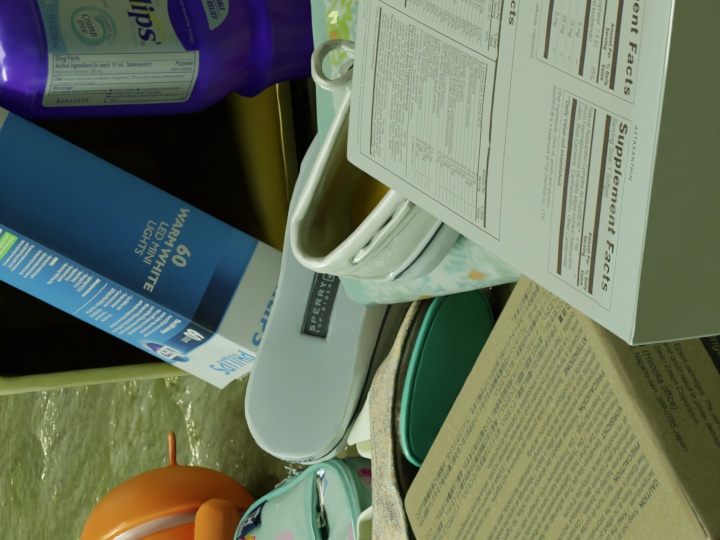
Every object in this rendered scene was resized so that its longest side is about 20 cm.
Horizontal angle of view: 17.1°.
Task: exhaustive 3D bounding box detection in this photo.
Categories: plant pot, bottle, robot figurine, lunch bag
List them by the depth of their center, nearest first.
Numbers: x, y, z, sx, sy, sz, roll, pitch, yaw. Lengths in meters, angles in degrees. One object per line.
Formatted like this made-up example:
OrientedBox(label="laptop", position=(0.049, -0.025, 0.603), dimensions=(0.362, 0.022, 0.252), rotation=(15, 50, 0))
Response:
OrientedBox(label="lunch bag", position=(0.001, 0.192, 1.230), dimensions=(0.160, 0.077, 0.200), rotation=(139, 123, -60))
OrientedBox(label="bottle", position=(-0.105, -0.122, 1.258), dimensions=(0.065, 0.200, 0.084), rotation=(114, 143, -45))
OrientedBox(label="robot figurine", position=(-0.098, 0.199, 1.397), dimensions=(0.144, 0.116, 0.200), rotation=(49, -161, -61))
OrientedBox(label="plant pot", position=(-0.152, -0.028, 1.399), dimensions=(0.200, 0.195, 0.195), rotation=(161, 103, -73))

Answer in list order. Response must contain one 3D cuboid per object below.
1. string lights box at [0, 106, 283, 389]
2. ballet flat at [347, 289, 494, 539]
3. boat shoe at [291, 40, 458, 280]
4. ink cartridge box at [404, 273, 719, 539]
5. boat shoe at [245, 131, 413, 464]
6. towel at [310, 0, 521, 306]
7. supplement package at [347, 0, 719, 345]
OrientedBox(label="string lights box", position=(-0.136, -0.012, 1.244), dimensions=(0.059, 0.200, 0.103), rotation=(-67, 12, -18))
OrientedBox(label="ballet flat", position=(0.023, 0.101, 1.144), dimensions=(0.067, 0.068, 0.201), rotation=(-12, 70, 48))
OrientedBox(label="boat shoe", position=(0.021, -0.081, 1.001), dimensions=(0.075, 0.086, 0.202), rotation=(51, 126, 32))
OrientedBox(label="ink cartridge box", position=(0.104, 0.102, 1.002), dimensions=(0.165, 0.075, 0.200), rotation=(66, 147, 33))
OrientedBox(label="boat shoe", position=(0.004, 0.002, 1.196), dimensions=(0.086, 0.074, 0.202), rotation=(36, -111, -73))
OrientedBox(label="towel", position=(0.046, -0.092, 1.081), dimensions=(0.171, 0.048, 0.201), rotation=(-12, 83, 50))
OrientedBox(label="supplement package", position=(0.110, -0.084, 0.863), dimensions=(0.200, 0.151, 0.151), rotation=(36, 126, 55))
